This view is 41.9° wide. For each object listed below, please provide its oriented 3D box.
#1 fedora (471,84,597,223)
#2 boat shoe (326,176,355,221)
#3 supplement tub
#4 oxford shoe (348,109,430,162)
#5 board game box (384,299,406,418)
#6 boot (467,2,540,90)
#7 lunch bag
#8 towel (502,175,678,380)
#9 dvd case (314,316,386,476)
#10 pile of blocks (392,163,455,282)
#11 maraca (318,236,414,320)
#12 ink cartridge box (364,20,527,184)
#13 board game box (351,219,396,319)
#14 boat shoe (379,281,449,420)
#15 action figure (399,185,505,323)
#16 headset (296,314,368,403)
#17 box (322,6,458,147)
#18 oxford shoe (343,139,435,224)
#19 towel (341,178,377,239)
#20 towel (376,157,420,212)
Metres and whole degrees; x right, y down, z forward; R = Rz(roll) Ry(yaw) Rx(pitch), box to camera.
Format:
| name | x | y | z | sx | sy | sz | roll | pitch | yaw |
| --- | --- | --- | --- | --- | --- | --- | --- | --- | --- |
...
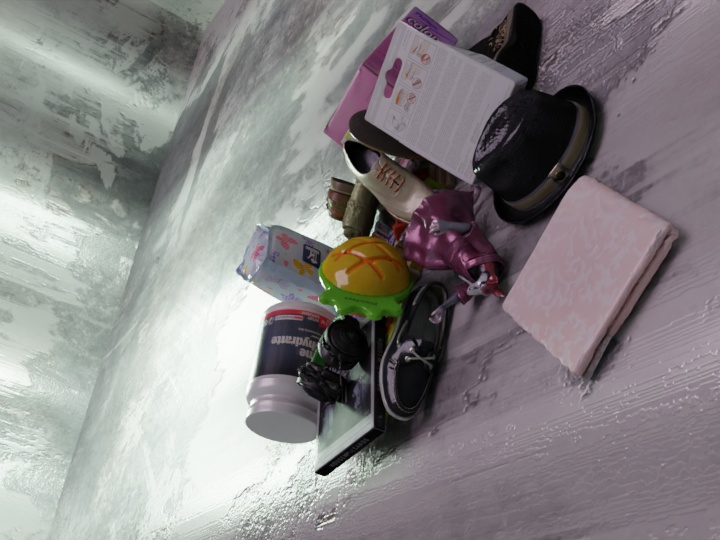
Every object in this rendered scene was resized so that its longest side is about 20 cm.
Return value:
| name | x | y | z | sx | sy | sz | roll | pitch | yaw |
| --- | --- | --- | --- | --- | --- | --- | --- | --- | --- |
| fedora | 0.211 | -0.165 | 1.223 | 0.201 | 0.091 | 0.201 | -47 | 29 | 36 |
| boat shoe | -0.031 | -0.124 | 1.667 | 0.200 | 0.071 | 0.068 | -30 | -44 | -80 |
| supplement tub | -0.109 | 0.164 | 1.532 | 0.140 | 0.140 | 0.201 | -36 | 37 | 48 |
| oxford shoe | 0.076 | -0.191 | 1.417 | 0.071 | 0.198 | 0.072 | 124 | 157 | -74 |
| board game box | 0.027 | 0.133 | 1.389 | 0.101 | 0.047 | 0.201 | 12 | 79 | 66 |
| boot | 0.191 | -0.292 | 1.412 | 0.150 | 0.073 | 0.201 | -30 | 38 | 52 |
| lunch bag | -0.112 | 0.000 | 1.644 | 0.128 | 0.169 | 0.200 | -64 | 16 | 2 |
| towel | 0.252 | 0.002 | 1.059 | 0.192 | 0.032 | 0.200 | -62 | 23 | 11 |
| dvd case | -0.014 | 0.174 | 1.347 | 0.150 | 0.025 | 0.201 | -44 | 32 | 39 |
| pile of blocks | 0.089 | -0.083 | 1.444 | 0.082 | 0.062 | 0.201 | -14 | 56 | 61 |
| maraca | 0.007 | 0.018 | 1.315 | 0.200 | 0.136 | 0.108 | -77 | -7 | -65 |
| ink cartridge box | 0.116 | -0.239 | 1.328 | 0.047 | 0.199 | 0.161 | -26 | -36 | -52 |
| board game box | 0.000 | 0.000 | 1.525 | 0.158 | 0.039 | 0.201 | -49 | 17 | 57 |
| boat shoe | 0.076 | 0.104 | 1.280 | 0.060 | 0.075 | 0.201 | -41 | 34 | 54 |
| action figure | 0.142 | -0.017 | 1.268 | 0.200 | 0.148 | 0.135 | 45 | 135 | 45 |
| headset | -0.051 | 0.125 | 1.325 | 0.124 | 0.094 | 0.200 | -60 | 13 | 12 |
| box | 0.050 | -0.310 | 1.580 | 0.200 | 0.096 | 0.176 | -55 | 2 | -39 |
| oxford shoe | 0.044 | -0.130 | 1.412 | 0.200 | 0.074 | 0.071 | 36 | 90 | 29 |
| towel | 0.011 | -0.115 | 1.574 | 0.200 | 0.036 | 0.149 | 60 | -133 | -80 |
| towel | 0.079 | -0.206 | 1.554 | 0.146 | 0.030 | 0.201 | -54 | 13 | 54 |
